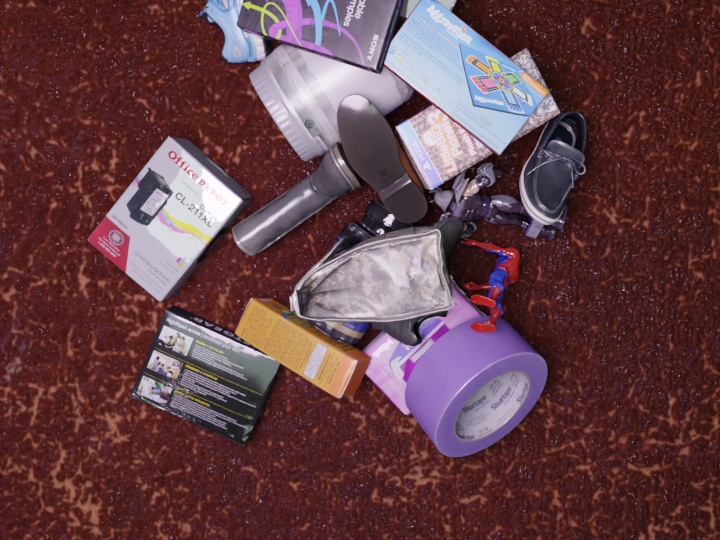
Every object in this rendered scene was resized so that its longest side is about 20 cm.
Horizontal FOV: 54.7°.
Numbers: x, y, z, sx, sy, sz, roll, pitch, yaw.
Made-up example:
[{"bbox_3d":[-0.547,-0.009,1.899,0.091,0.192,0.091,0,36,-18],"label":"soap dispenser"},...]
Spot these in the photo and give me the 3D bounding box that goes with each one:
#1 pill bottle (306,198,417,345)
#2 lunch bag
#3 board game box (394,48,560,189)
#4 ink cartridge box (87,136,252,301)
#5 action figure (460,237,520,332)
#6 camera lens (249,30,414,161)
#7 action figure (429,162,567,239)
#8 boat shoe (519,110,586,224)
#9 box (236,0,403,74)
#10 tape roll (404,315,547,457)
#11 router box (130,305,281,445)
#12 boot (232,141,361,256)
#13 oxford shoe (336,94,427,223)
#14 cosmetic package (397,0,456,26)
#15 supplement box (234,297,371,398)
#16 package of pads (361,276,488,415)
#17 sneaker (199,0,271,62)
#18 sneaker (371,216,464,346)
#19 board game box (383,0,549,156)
[{"bbox_3d":[0.000,0.000,1.039,0.111,0.112,0.201,32,97,-3],"label":"pill bottle"},{"bbox_3d":[0.014,0.009,0.899,0.198,0.164,0.119,-12,92,7],"label":"lunch bag"},{"bbox_3d":[0.155,-0.207,0.985,0.199,0.159,0.097,-30,96,5],"label":"board game box"},{"bbox_3d":[-0.284,-0.080,1.048,0.145,0.083,0.200,40,97,-4],"label":"ink cartridge box"},{"bbox_3d":[0.176,0.012,1.013,0.098,0.200,0.066,10,119,23],"label":"action figure"},{"bbox_3d":[-0.035,-0.269,0.979,0.199,0.160,0.161,-33,96,5],"label":"camera lens"},{"bbox_3d":[0.196,-0.092,1.026,0.198,0.131,0.070,12,55,-5],"label":"action figure"},{"bbox_3d":[0.277,-0.151,0.986,0.074,0.062,0.201,30,58,-7],"label":"boat shoe"},{"bbox_3d":[-0.045,-0.347,0.874,0.198,0.036,0.144,20,100,10],"label":"box"},{"bbox_3d":[0.169,0.170,1.016,0.199,0.085,0.201,-19,133,-22],"label":"tape roll"},{"bbox_3d":[-0.238,0.165,1.095,0.199,0.051,0.150,24,96,-2],"label":"router box"},{"bbox_3d":[-0.097,-0.097,1.001,0.199,0.182,0.073,-26,83,0],"label":"boot"},{"bbox_3d":[0.027,-0.159,0.956,0.071,0.072,0.201,-23,123,16],"label":"oxford shoe"},{"bbox_3d":[0.046,-0.420,0.997,0.199,0.090,0.108,25,98,-5],"label":"cosmetic package"},{"bbox_3d":[-0.088,0.113,1.046,0.199,0.066,0.069,26,98,20],"label":"supplement box"},{"bbox_3d":[0.102,0.111,1.070,0.121,0.076,0.200,45,96,-2],"label":"package of pads"},{"bbox_3d":[-0.200,-0.398,1.009,0.089,0.078,0.202,-15,97,6],"label":"sneaker"},{"bbox_3d":[0.101,0.018,1.002,0.090,0.076,0.201,34,99,23],"label":"sneaker"},{"bbox_3d":[0.131,-0.249,0.890,0.199,0.019,0.103,38,98,-3],"label":"board game box"}]
